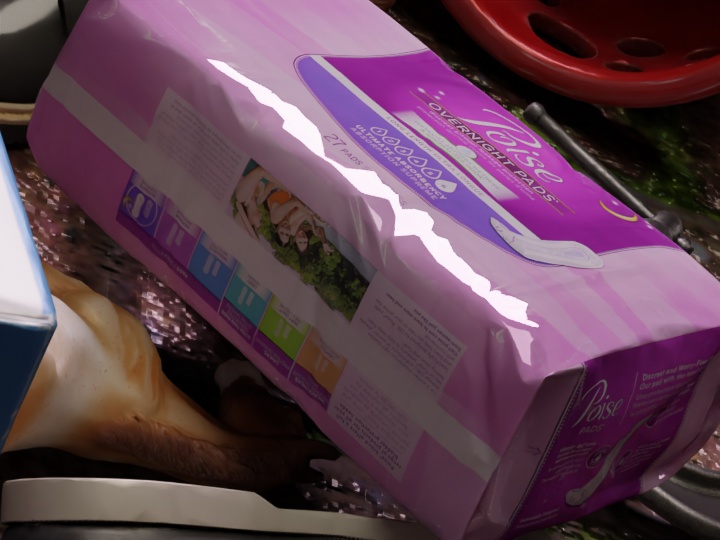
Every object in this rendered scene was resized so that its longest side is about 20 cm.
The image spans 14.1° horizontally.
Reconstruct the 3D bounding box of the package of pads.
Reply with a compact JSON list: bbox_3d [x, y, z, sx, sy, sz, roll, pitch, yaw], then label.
[{"bbox_3d":[0.009,-0.009,0.851,0.200,0.076,0.120,40,31,28],"label":"package of pads"}]

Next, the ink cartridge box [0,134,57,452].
[{"bbox_3d":[-0.147,0.037,0.621,0.083,0.201,0.145,9,34,-28],"label":"ink cartridge box"}]

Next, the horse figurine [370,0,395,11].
[{"bbox_3d":[-0.032,-0.148,1.175,0.132,0.050,0.200,5,34,-26],"label":"horse figurine"}]

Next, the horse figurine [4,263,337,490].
[{"bbox_3d":[-0.106,0.012,0.812,0.133,0.050,0.200,50,16,28],"label":"horse figurine"}]

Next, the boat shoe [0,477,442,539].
[{"bbox_3d":[-0.014,0.100,0.808,0.199,0.072,0.063,13,75,-36],"label":"boat shoe"}]

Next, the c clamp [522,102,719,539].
[{"bbox_3d":[0.102,0.026,1.043,0.170,0.027,0.200,36,27,2],"label":"c clamp"}]

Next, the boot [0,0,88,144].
[{"bbox_3d":[-0.087,-0.121,0.989,0.199,0.139,0.077,-8,45,-46],"label":"boot"}]

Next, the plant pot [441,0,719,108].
[{"bbox_3d":[0.133,-0.183,1.225,0.200,0.201,0.182,33,23,9],"label":"plant pot"}]
